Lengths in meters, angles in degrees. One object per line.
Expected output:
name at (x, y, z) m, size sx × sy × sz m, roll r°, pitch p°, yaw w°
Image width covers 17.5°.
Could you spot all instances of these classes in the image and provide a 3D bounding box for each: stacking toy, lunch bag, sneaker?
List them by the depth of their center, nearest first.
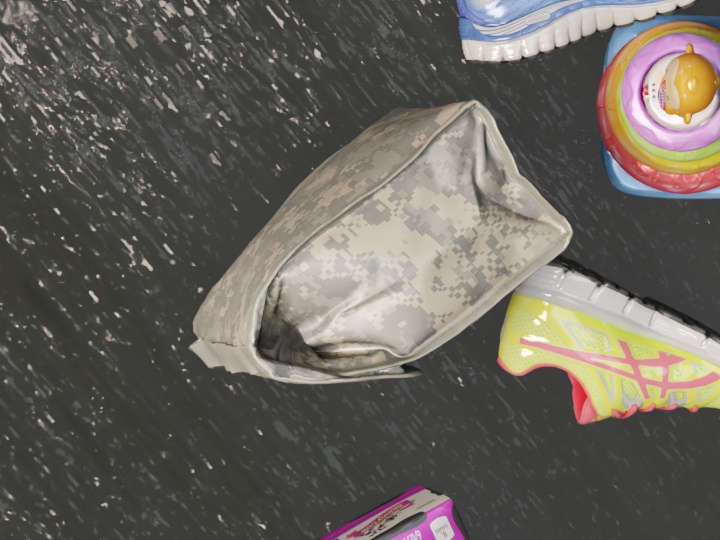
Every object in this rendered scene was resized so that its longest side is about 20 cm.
lunch bag at (0.000, 0.000, 1.364) m, size 0.200 × 0.164 × 0.118 m, roll -38°, pitch 101°, yaw -11°
stacking toy at (0.192, -0.102, 1.389) m, size 0.110 × 0.200 × 0.116 m, roll 2°, pitch 91°, yaw 8°
sneaker at (0.149, -0.194, 1.443) m, size 0.200 × 0.079 × 0.089 m, roll -20°, pitch 102°, yaw -15°
sneaker at (0.172, 0.062, 1.479) m, size 0.200 × 0.078 × 0.090 m, roll 25°, pitch 95°, yaw -12°

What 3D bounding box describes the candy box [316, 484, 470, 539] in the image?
candy box at (0.029, 0.253, 1.448) m, size 0.136 × 0.061 × 0.200 m, roll -28°, pitch 103°, yaw -14°
